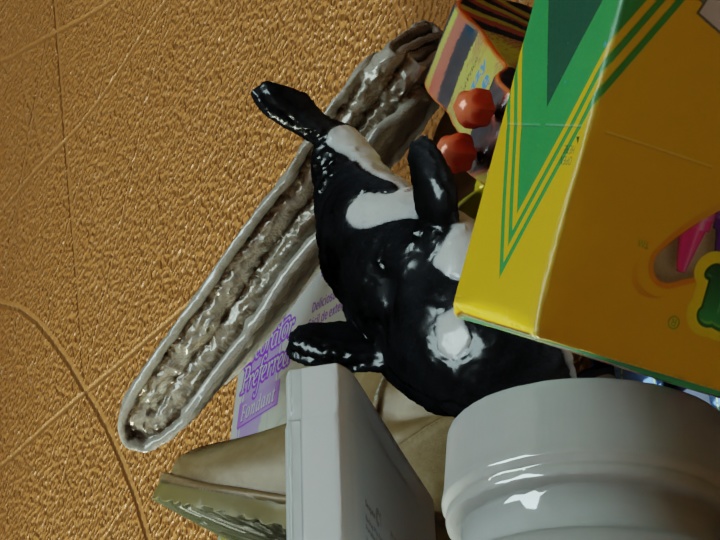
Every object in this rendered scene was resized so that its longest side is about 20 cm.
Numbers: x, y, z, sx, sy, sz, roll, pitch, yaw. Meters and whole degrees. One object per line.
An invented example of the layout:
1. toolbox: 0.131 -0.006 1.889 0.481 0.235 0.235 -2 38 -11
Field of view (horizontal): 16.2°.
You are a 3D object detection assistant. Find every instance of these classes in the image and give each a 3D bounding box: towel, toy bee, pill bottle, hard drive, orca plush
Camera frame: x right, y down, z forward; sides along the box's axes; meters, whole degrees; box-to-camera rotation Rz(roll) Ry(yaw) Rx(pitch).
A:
1. towel: -0.025 -0.017 1.065 0.200 0.034 0.133 -54 -3 17
2. toy bee: 0.068 -0.059 0.914 0.200 0.108 0.132 13 91 59
3. pill bottle: 0.063 0.137 0.675 0.111 0.110 0.201 -40 42 53
4. hard drive: 0.004 0.150 0.852 0.132 0.026 0.201 60 -155 -59
5. orca plush: 0.000 0.000 0.888 0.200 0.071 0.106 56 165 39

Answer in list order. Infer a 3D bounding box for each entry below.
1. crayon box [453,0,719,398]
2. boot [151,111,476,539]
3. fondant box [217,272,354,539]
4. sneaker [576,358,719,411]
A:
1. crayon box: 0.142 -0.043 0.698 0.058 0.199 0.174 7 81 66
2. boot: 0.016 0.024 1.042 0.174 0.066 0.201 5 67 39
3. fondant box: -0.009 0.084 1.144 0.144 0.058 0.202 -33 45 57
4. sneaker: 0.119 0.049 0.844 0.200 0.082 0.074 -43 35 49
